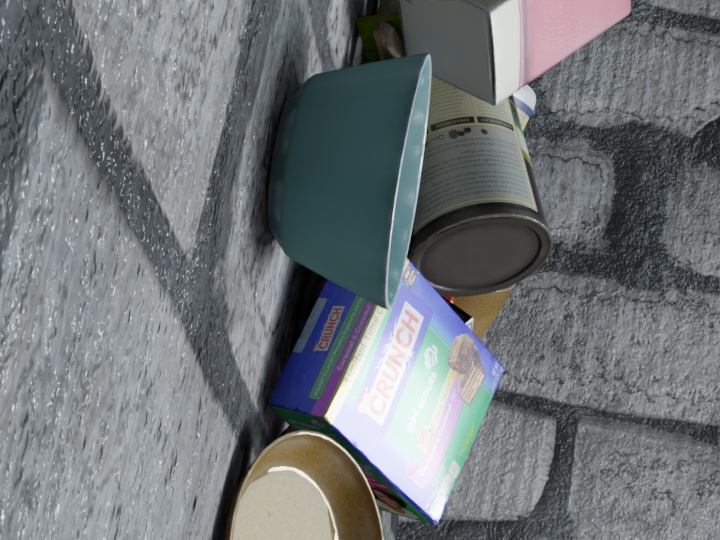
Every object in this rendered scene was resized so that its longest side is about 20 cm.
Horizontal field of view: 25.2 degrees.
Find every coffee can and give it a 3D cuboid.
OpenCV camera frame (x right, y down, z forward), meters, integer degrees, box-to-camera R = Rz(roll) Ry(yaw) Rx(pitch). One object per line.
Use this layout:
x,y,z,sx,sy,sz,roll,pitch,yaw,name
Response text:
0.101,-0.097,1.614,0.147,0.145,0.201,89,-8,-59,coffee can

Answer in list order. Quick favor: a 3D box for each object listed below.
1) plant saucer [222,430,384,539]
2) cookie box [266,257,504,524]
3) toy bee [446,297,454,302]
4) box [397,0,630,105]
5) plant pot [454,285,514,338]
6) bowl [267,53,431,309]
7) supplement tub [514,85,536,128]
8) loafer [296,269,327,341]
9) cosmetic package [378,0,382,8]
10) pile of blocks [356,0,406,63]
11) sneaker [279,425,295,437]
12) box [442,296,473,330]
-0.052,0.232,1.301,0.200,0.035,0.202,17,68,-51,plant saucer
0.027,0.104,1.444,0.200,0.075,0.172,46,61,-41,cookie box
0.073,-0.004,1.813,0.200,0.130,0.109,-42,-152,43,toy bee
0.148,-0.266,1.535,0.200,0.128,0.109,-35,137,-27,box
0.073,0.064,2.031,0.187,0.185,0.201,-64,177,-69,plant pot
-0.011,-0.076,1.258,0.201,0.104,0.202,9,90,-83,bowl
0.105,-0.148,1.897,0.201,0.144,0.144,-64,174,1,supplement tub
-0.016,0.012,1.485,0.073,0.072,0.202,-63,162,-74,loafer
0.061,-0.298,1.668,0.104,0.073,0.201,-99,-166,-68,cosmetic package
0.013,-0.189,1.564,0.082,0.062,0.201,52,39,-59,pile of blocks
-0.064,0.227,1.438,0.095,0.079,0.201,-40,-147,31,sneaker
0.025,0.122,1.636,0.200,0.060,0.117,-37,149,-33,box
